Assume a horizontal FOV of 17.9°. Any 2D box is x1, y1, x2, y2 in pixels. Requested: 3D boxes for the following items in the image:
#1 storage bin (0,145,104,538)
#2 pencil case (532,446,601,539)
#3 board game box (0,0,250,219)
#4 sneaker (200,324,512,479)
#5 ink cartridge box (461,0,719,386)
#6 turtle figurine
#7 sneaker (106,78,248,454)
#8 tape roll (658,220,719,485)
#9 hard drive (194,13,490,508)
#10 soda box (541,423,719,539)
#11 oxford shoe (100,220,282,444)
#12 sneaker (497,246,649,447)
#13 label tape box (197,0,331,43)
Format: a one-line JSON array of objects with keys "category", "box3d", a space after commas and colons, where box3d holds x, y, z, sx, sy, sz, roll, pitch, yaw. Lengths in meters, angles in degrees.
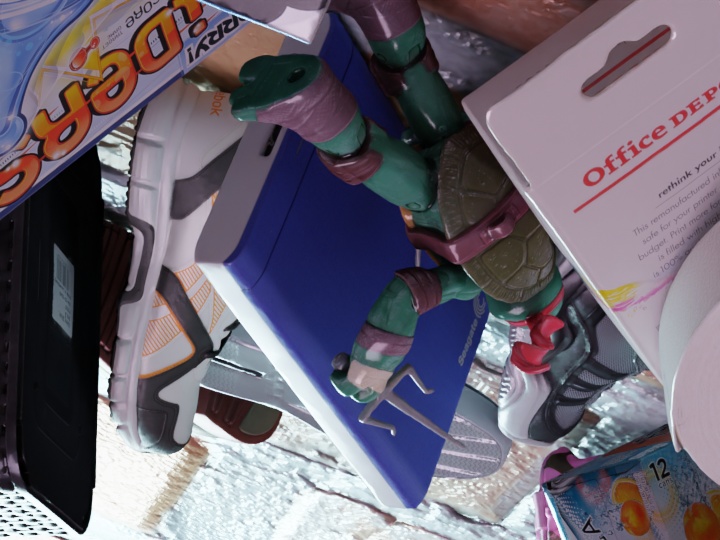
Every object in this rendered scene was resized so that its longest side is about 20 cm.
[{"category": "storage bin", "box3d": [-0.179, 0.016, 1.050, 0.094, 0.200, 0.135, -2, 161, 8]}, {"category": "pencil case", "box3d": [0.187, 0.137, 1.196, 0.200, 0.091, 0.094, 2, -179, 23]}, {"category": "board game box", "box3d": [-0.107, -0.103, 0.856, 0.034, 0.200, 0.135, 40, 158, 23]}, {"category": "sneaker", "box3d": [-0.011, 0.040, 1.156, 0.200, 0.071, 0.073, 23, 141, 4]}, {"category": "ink cartridge box", "box3d": [0.122, -0.048, 0.890, 0.117, 0.067, 0.200, -36, 133, 4]}, {"category": "turtle figurine", "box3d": [0.030, -0.029, 0.954, 0.101, 0.150, 0.200, -14, 127, 28]}, {"category": "sneaker", "box3d": [-0.073, 0.006, 1.077, 0.080, 0.074, 0.200, 9, 121, -1]}, {"category": "tape roll", "box3d": [0.216, 0.027, 0.883, 0.202, 0.037, 0.203, -3, 139, -2]}, {"category": "hard drive", "box3d": [0.000, 0.000, 1.022, 0.025, 0.132, 0.200, 3, 147, 30]}, {"category": "soda box", "box3d": [0.175, 0.090, 1.021, 0.064, 0.200, 0.068, -21, 88, 48]}, {"category": "oxford shoe", "box3d": [-0.128, 0.036, 1.219, 0.075, 0.071, 0.200, -3, 143, 42]}, {"category": "sneaker", "box3d": [0.129, 0.034, 1.064, 0.114, 0.076, 0.200, 16, 148, 9]}, {"category": "label tape box", "box3d": [-0.044, -0.190, 0.721, 0.143, 0.066, 0.200, 21, 123, -6]}]
